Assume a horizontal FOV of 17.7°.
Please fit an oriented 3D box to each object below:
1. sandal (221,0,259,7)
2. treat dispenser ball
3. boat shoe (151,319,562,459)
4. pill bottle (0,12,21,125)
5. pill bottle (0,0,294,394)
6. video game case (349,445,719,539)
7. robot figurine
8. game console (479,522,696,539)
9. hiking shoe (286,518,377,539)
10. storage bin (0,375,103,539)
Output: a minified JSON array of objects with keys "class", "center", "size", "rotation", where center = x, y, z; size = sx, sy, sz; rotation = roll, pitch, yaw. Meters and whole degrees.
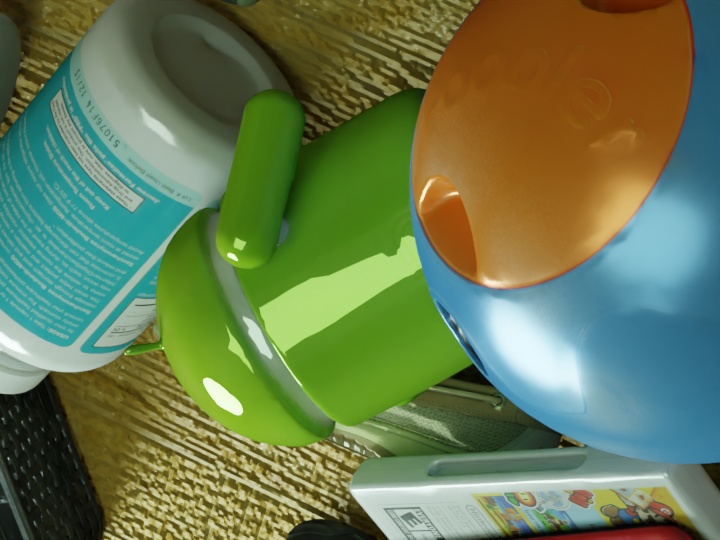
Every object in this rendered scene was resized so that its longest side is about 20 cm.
[{"class":"sandal","center":[-0.028,-0.208,0.993],"size":[0.057,0.080,0.201],"rotation":[9,123,0]},{"class":"treat dispenser ball","center":[0.117,-0.031,0.836],"size":[0.200,0.201,0.201],"rotation":[9,115,19]},{"class":"boat shoe","center":[-0.001,0.052,1.095],"size":[0.200,0.073,0.063],"rotation":[23,85,15]},{"class":"pill bottle","center":[-0.271,-0.115,1.103],"size":[0.200,0.114,0.114],"rotation":[24,119,12]},{"class":"pill bottle","center":[-0.124,-0.028,1.081],"size":[0.111,0.111,0.200],"rotation":[45,121,0]},{"class":"video game case","center":[0.116,0.151,1.043],"size":[0.182,0.023,0.200],"rotation":[-7,131,43]},{"class":"robot figurine","center":[0.000,0.000,0.988],"size":[0.200,0.175,0.116],"rotation":[-30,58,12]},{"class":"game console","center":[0.125,0.190,1.050],"size":[0.200,0.172,0.119],"rotation":[-12,69,46]},{"class":"hiking shoe","center":[-0.004,0.223,1.144],"size":[0.076,0.101,0.201],"rotation":[-7,109,24]},{"class":"storage bin","center":[-0.252,0.120,1.209],"size":[0.199,0.094,0.136],"rotation":[-12,107,26]}]
